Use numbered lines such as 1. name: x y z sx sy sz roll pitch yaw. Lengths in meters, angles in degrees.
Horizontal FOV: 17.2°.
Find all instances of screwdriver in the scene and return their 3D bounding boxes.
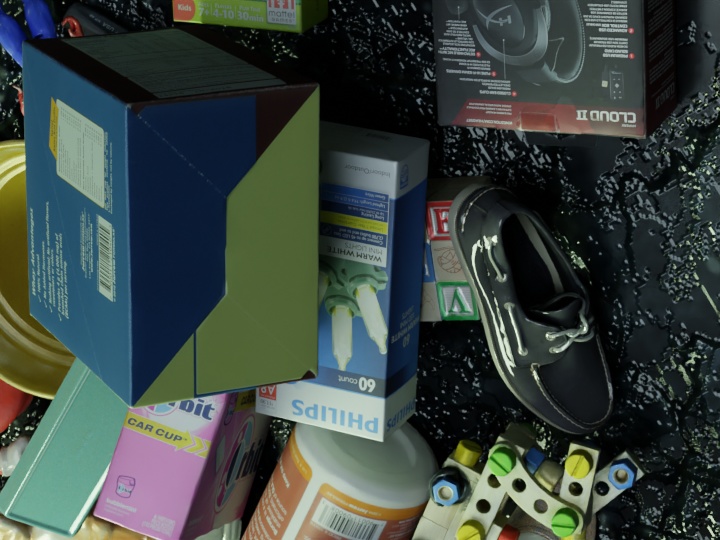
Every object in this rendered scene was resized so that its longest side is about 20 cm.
1. screwdriver: -0.130 -0.136 1.713 0.199 0.029 0.028 31 119 7

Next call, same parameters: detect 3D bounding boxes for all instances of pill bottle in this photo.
1. pill bottle: -0.029 0.201 1.741 0.112 0.112 0.201 32 120 11

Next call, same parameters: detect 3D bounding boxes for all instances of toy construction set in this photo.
1. toy construction set: 0.100 0.192 1.643 0.130 0.092 0.201 26 95 10

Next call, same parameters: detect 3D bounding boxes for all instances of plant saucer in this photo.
1. plant saucer: -0.202 0.123 1.752 0.069 0.019 0.201 21 124 -18

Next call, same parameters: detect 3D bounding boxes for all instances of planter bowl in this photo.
1. planter bowl: -0.217 -0.011 1.764 0.199 0.083 0.202 8 112 21

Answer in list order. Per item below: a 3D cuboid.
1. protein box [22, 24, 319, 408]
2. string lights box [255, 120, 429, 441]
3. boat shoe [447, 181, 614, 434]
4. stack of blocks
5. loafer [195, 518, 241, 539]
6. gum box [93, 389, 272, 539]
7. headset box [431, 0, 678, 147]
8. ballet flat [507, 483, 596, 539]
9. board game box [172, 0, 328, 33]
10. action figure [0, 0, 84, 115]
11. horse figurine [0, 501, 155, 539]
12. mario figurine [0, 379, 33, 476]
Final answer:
1. protein box: -0.128 -0.042 1.564 0.200 0.134 0.200 32 126 59
2. string lights box: -0.013 0.005 1.619 0.102 0.059 0.202 11 112 22
3. boat shoe: 0.124 0.033 1.606 0.201 0.072 0.063 62 162 -21
4. stack of blocks: 0.000 0.000 1.681 0.198 0.059 0.116 -2 108 26
5. loafer: -0.134 0.243 1.824 0.069 0.070 0.202 3 106 -10
6. gum box: -0.115 0.121 1.683 0.066 0.200 0.114 19 94 10
7. headset box: 0.126 -0.176 1.545 0.148 0.077 0.202 5 112 24
8. ballet flat: 0.113 0.239 1.715 0.068 0.067 0.201 27 118 9
9. board game box: -0.079 -0.269 1.622 0.101 0.048 0.202 8 112 23
10. action figure: -0.233 -0.168 1.671 0.065 0.099 0.201 -27 77 -10
11. horse figurine: -0.247 0.189 1.850 0.198 0.050 0.133 -12 138 15
12. mario figurine: -0.316 0.117 1.881 0.123 0.107 0.200 25 138 -28
